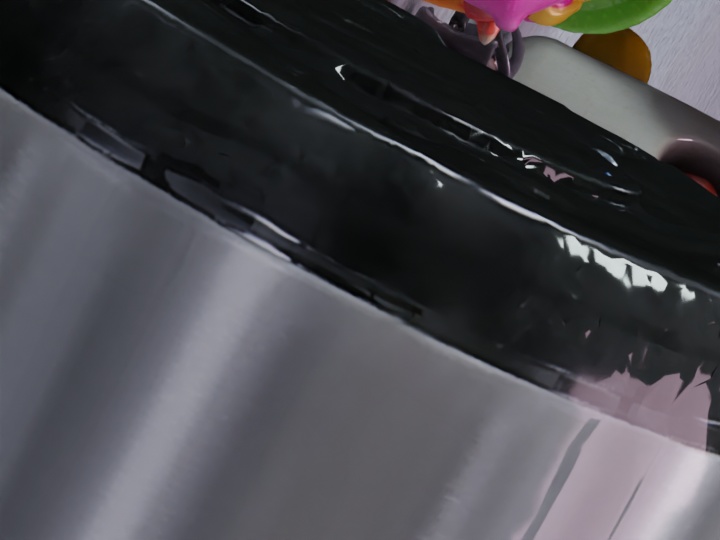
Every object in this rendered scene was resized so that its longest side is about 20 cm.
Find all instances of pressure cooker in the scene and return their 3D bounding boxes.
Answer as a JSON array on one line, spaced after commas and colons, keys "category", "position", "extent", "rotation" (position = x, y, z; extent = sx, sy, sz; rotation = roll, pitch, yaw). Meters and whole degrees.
[{"category": "pressure cooker", "position": [-0.041, 0.053, 0.428], "extent": [0.201, 0.178, 0.176], "rotation": [-61, 174, 11]}]

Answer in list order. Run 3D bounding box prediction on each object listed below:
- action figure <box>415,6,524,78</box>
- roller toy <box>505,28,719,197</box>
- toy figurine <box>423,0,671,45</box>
[{"category": "action figure", "position": [0.000, 0.000, 0.861], "extent": [0.201, 0.069, 0.130], "rotation": [-59, 167, -23]}, {"category": "roller toy", "position": [0.066, 0.013, 1.038], "extent": [0.201, 0.139, 0.182], "rotation": [-63, -178, 11]}, {"category": "toy figurine", "position": [0.046, -0.109, 0.679], "extent": [0.200, 0.151, 0.184], "rotation": [-35, 175, 40]}]
